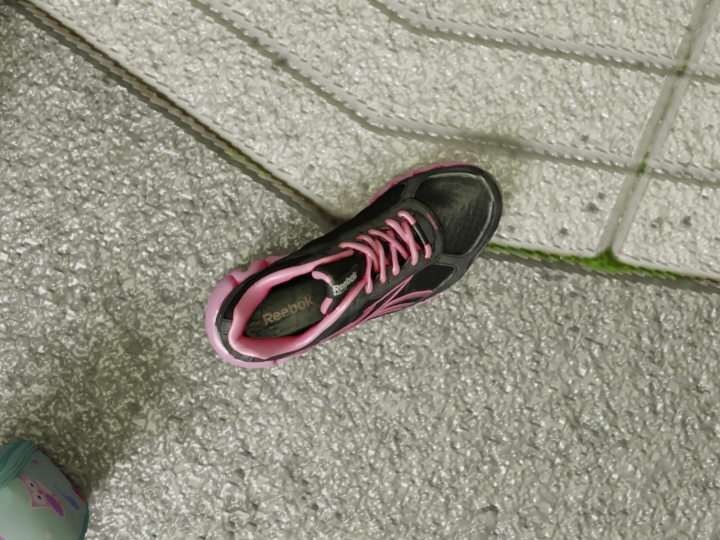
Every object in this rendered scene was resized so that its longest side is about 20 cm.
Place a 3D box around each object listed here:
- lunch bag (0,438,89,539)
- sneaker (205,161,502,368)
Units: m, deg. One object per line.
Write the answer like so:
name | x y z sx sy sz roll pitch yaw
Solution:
lunch bag | -0.247 0.185 0.694 0.200 0.160 0.077 -42 98 -6
sneaker | 0.000 0.000 0.728 0.200 0.095 0.079 -31 92 -2
